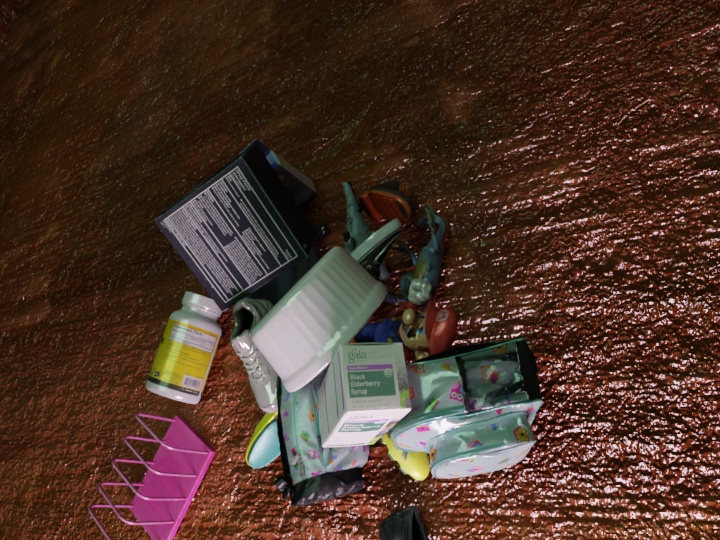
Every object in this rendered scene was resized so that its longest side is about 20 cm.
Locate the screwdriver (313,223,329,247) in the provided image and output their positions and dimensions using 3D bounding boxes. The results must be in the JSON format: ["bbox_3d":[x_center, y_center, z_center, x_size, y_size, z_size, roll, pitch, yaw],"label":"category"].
[{"bbox_3d":[-0.142,-0.028,1.104,0.197,0.028,0.030,-35,84,13],"label":"screwdriver"}]

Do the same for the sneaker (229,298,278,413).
[{"bbox_3d":[-0.184,0.143,0.945,0.076,0.099,0.206,-24,70,20],"label":"sneaker"}]

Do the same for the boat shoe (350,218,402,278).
[{"bbox_3d":[0.000,0.000,0.891,0.199,0.069,0.057,-43,88,9],"label":"boat shoe"}]

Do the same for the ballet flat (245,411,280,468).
[{"bbox_3d":[-0.133,0.253,0.971,0.202,0.066,0.067,-52,31,1],"label":"ballet flat"}]

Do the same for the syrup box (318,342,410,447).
[{"bbox_3d":[-0.002,0.163,0.700,0.076,0.201,0.084,-1,64,-13],"label":"syrup box"}]

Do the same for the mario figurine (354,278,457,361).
[{"bbox_3d":[0.049,0.083,0.800,0.196,0.105,0.128,-15,83,37],"label":"mario figurine"}]

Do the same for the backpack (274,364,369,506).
[{"bbox_3d":[-0.058,0.243,0.852,0.123,0.167,0.207,-16,70,14],"label":"backpack"}]

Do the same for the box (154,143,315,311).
[{"bbox_3d":[-0.213,-0.076,0.979,0.195,0.203,0.124,-29,18,15],"label":"box"}]

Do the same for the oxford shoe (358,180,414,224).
[{"bbox_3d":[0.055,-0.127,0.948,0.072,0.072,0.200,-37,19,-8],"label":"oxford shoe"}]

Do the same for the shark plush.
[{"bbox_3d":[-0.001,-0.051,0.962,0.088,0.083,0.208,3,91,30],"label":"shark plush"}]

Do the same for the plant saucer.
[{"bbox_3d":[-0.176,0.005,1.080,0.193,0.036,0.208,-4,80,22],"label":"plant saucer"}]

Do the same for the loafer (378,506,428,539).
[{"bbox_3d":[0.084,0.426,0.742,0.070,0.067,0.204,-39,50,24],"label":"loafer"}]

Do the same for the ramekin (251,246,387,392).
[{"bbox_3d":[-0.063,0.061,0.775,0.098,0.201,0.200,45,100,-5],"label":"ramekin"}]

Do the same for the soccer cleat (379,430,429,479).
[{"bbox_3d":[0.063,0.210,0.838,0.083,0.064,0.204,-37,54,19],"label":"soccer cleat"}]

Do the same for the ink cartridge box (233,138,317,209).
[{"bbox_3d":[-0.208,-0.137,1.087,0.196,0.199,0.048,-39,64,13],"label":"ink cartridge box"}]

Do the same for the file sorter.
[{"bbox_3d":[-0.399,0.394,1.041,0.137,0.125,0.205,23,84,37],"label":"file sorter"}]

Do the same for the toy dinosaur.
[{"bbox_3d":[0.106,-0.009,0.922,0.103,0.204,0.181,-1,34,46],"label":"toy dinosaur"}]

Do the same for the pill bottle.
[{"bbox_3d":[-0.348,0.154,1.115,0.110,0.112,0.206,7,74,34],"label":"pill bottle"}]

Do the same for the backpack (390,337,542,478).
[{"bbox_3d":[0.129,0.185,0.723,0.192,0.177,0.158,-4,63,6],"label":"backpack"}]
